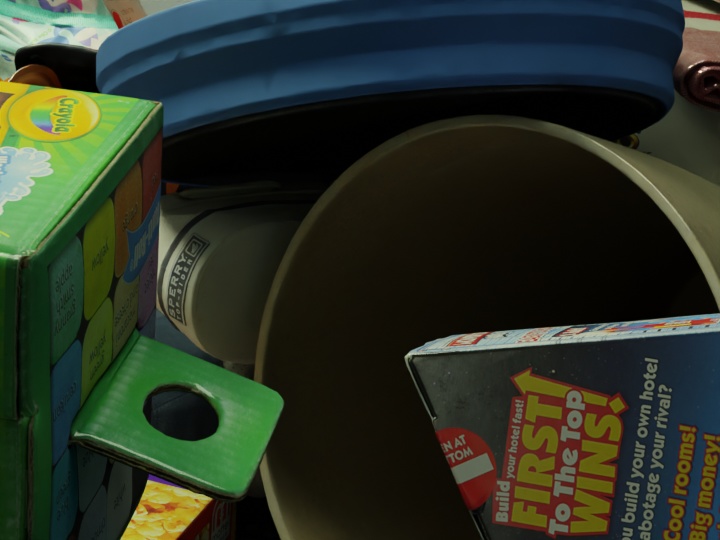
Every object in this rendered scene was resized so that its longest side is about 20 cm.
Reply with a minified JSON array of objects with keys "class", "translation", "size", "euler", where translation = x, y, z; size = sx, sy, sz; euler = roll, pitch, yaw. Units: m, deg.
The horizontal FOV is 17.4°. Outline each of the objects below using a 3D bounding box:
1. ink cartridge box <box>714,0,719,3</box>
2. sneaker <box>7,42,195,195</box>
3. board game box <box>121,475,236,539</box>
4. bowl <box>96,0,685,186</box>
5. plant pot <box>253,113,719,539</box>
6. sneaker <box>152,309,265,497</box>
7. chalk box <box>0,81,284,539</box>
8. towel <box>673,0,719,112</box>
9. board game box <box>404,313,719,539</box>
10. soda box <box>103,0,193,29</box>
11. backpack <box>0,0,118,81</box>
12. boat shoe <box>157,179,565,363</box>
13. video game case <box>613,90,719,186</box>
[{"class":"ink cartridge box","translation":[0.202,-0.170,0.895],"size":[0.199,0.145,0.147],"euler":[26,24,23]},{"class":"sneaker","translation":[-0.151,-0.055,1.020],"size":[0.199,0.078,0.112],"euler":[-14,-19,11]},{"class":"board game box","translation":[-0.144,0.109,0.739],"size":[0.150,0.047,0.200],"euler":[10,22,15]},{"class":"bowl","translation":[0.011,-0.061,0.790],"size":[0.199,0.040,0.201],"euler":[-6,-6,-1]},{"class":"plant pot","translation":[0.097,0.042,0.809],"size":[0.187,0.189,0.199],"euler":[19,14,35]},{"class":"sneaker","translation":[-0.074,0.034,0.923],"size":[0.145,0.081,0.200],"euler":[11,14,-11]},{"class":"chalk box","translation":[-0.122,0.022,0.632],"size":[0.199,0.125,0.125],"euler":[7,23,7]},{"class":"towel","translation":[0.145,-0.104,0.925],"size":[0.143,0.023,0.200],"euler":[5,25,-24]},{"class":"board game box","translation":[0.106,0.087,0.647],"size":[0.199,0.201,0.062],"euler":[10,5,15]},{"class":"soda box","translation":[-0.021,-0.164,1.028],"size":[0.199,0.068,0.064],"euler":[-32,12,-14]},{"class":"backpack","translation":[-0.124,-0.103,1.170],"size":[0.199,0.151,0.177],"euler":[29,26,37]},{"class":"boat shoe","translation":[0.000,0.000,0.859],"size":[0.199,0.072,0.066],"euler":[-3,24,-40]},{"class":"video game case","translation":[0.086,-0.094,0.975],"size":[0.180,0.046,0.200],"euler":[12,21,13]}]
